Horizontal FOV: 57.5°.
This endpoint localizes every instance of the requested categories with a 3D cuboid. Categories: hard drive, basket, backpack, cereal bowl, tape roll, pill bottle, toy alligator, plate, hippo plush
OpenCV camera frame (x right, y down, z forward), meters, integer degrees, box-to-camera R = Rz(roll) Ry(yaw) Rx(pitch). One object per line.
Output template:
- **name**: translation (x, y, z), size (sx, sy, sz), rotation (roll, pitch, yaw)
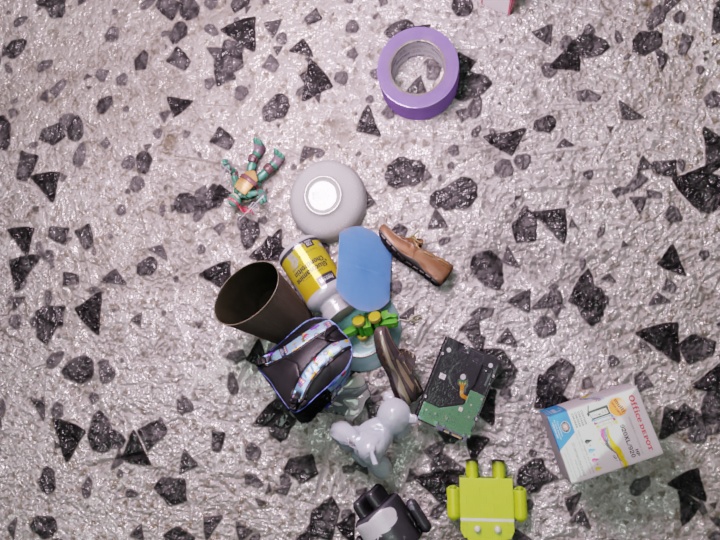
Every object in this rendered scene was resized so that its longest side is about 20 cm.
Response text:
- **hard drive**: translation (0.221, 0.271, 1.504), size (0.138, 0.038, 0.203), rotation (22, 86, 0)
- **basket**: translation (-0.208, 0.092, 1.510), size (0.179, 0.200, 0.137), rotation (-32, 53, 11)
- **backpack**: translation (-0.108, 0.217, 1.481), size (0.199, 0.135, 0.182), rotation (-40, 57, -11)
- **cereal bowl**: translation (-0.083, -0.173, 1.596), size (0.196, 0.083, 0.205), rotation (-1, 84, 8)
- **tape roll**: translation (0.141, -0.477, 1.596), size (0.196, 0.085, 0.204), rotation (-1, 83, 10)
- **pill bottle**: translation (-0.099, 0.025, 1.551), size (0.111, 0.112, 0.201), rotation (-36, 74, 3)
- **toy alligator**: translation (0.046, 0.116, 1.532), size (0.196, 0.060, 0.055), rotation (-14, 40, 7)
- **plate**: translation (0.000, 0.139, 1.574), size (0.196, 0.026, 0.205), rotation (-1, 82, 9)
- **hippo plush**: translation (0.033, 0.349, 1.475), size (0.158, 0.201, 0.161), rotation (32, 71, 23)

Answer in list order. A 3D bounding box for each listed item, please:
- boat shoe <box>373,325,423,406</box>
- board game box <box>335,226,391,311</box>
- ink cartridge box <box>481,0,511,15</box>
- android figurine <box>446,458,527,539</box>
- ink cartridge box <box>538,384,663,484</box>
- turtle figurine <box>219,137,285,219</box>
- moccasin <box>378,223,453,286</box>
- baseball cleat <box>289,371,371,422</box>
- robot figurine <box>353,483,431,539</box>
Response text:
- **boat shoe**: translation (0.089, 0.213, 1.517), size (0.072, 0.074, 0.203), rotation (-25, 105, -15)
- **board game box**: translation (0.000, 0.000, 1.547), size (0.039, 0.156, 0.204), rotation (-20, 60, 50)
- **ink cartridge box**: translation (0.367, -0.743, 1.560), size (0.082, 0.147, 0.203), rotation (26, 87, 11)
- **android figurine**: translation (0.283, 0.530, 1.474), size (0.178, 0.041, 0.204), rotation (0, 81, 9)
- **ink cartridge box**: translation (0.509, 0.345, 1.405), size (0.197, 0.145, 0.150), rotation (-20, 80, 5)
- **turtle figurine**: translation (-0.280, -0.225, 1.626), size (0.149, 0.101, 0.202), rotation (34, 74, -3)
- **moccasin**: translation (0.129, -0.048, 1.552), size (0.200, 0.074, 0.078), rotation (35, 80, 14)
- **baseball cleat**: translation (-0.068, 0.320, 1.540), size (0.198, 0.070, 0.108), rotation (-28, 83, 7)
- **robot figurine**: translation (0.068, 0.581, 1.461), size (0.124, 0.151, 0.201), rotation (-29, 76, -33)
